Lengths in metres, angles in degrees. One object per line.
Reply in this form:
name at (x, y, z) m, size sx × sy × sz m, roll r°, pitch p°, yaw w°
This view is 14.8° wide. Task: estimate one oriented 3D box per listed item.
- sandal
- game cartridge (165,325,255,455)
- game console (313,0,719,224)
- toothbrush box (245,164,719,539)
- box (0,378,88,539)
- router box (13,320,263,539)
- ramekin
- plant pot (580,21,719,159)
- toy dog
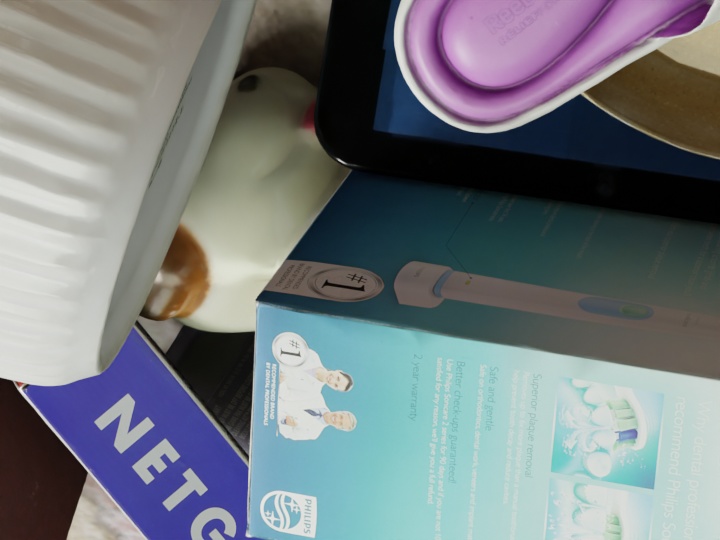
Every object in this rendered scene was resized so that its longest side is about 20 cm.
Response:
sandal at (0.089, -0.104, 0.784) m, size 0.082 × 0.050 × 0.203 m, roll 42°, pitch 116°, yaw -6°
game cartridge at (-0.016, 0.046, 1.202) m, size 0.129 × 0.039 × 0.200 m, roll 26°, pitch 146°, yaw -7°
game console at (0.085, -0.115, 0.849) m, size 0.199 × 0.119 × 0.171 m, roll 8°, pitch 146°, yaw 11°
toothbrush box at (0.079, 0.032, 0.873) m, size 0.199 × 0.147 × 0.086 m, roll 8°, pitch 115°, yaw 12°
box at (-0.251, 0.087, 1.238) m, size 0.199 × 0.165 × 0.166 m, roll -11°, pitch 138°, yaw 34°
router box at (-0.072, 0.081, 1.114) m, size 0.200 × 0.049 × 0.179 m, roll 52°, pitch 176°, yaw -19°
ramekin at (-0.106, -0.057, 0.912) m, size 0.105 × 0.201 × 0.200 m, roll 21°, pitch 147°, yaw 2°
plant pot at (0.126, -0.128, 0.807) m, size 0.199 × 0.028 × 0.201 m, roll 6°, pitch 114°, yaw 13°
toy dog at (0.000, 0.000, 1.048) m, size 0.200 × 0.140 × 0.194 m, roll 36°, pitch 142°, yaw -10°
